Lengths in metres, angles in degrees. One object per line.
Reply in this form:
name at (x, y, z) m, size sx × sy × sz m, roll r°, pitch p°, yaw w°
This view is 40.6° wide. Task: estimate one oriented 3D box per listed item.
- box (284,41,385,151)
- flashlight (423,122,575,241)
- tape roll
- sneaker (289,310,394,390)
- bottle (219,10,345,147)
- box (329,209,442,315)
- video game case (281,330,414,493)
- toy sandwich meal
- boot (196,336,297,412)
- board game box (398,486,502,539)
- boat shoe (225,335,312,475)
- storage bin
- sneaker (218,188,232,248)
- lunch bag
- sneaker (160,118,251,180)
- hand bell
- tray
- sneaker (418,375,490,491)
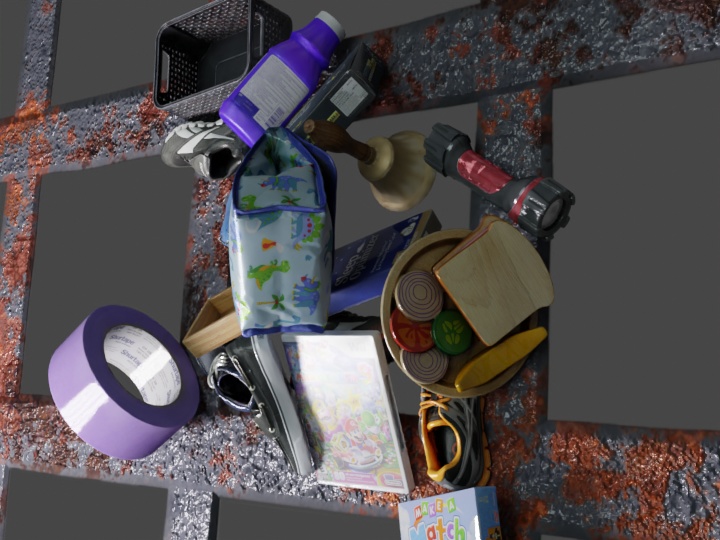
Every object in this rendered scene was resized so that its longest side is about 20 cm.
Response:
box at (-0.054, -0.191, 1.256) m, size 0.051 × 0.158 × 0.200 m, roll 41°, pitch 113°, yaw -12°
flashlight at (0.154, -0.110, 1.129) m, size 0.199 × 0.067 × 0.068 m, roll 40°, pitch 106°, yaw 34°
tape roll at (-0.326, 0.154, 1.356) m, size 0.085 × 0.199 × 0.202 m, roll -39°, pitch 60°, yaw 23°
sneaker at (-0.015, 0.081, 1.216) m, size 0.198 × 0.070 × 0.100 m, roll -26°, pitch 69°, yaw 32°
bottle at (-0.100, -0.259, 1.308) m, size 0.201 × 0.083 × 0.065 m, roll -50°, pitch 14°, yaw -6°
box at (0.000, 0.000, 1.201) m, size 0.198 × 0.033 × 0.122 m, roll -24°, pitch 24°, yaw 32°
video game case at (-0.016, 0.170, 1.176) m, size 0.141 × 0.018 × 0.204 m, roll -2°, pitch 107°, yaw 37°
toy sandwich meal at (0.121, 0.041, 1.070) m, size 0.070 × 0.201 × 0.210 m, roll 148°, pitch 128°, yaw -78°
boot at (-0.177, 0.134, 1.316) m, size 0.198 × 0.090 × 0.074 m, roll 23°, pitch 95°, yaw 37°
board game box at (0.104, 0.348, 1.064) m, size 0.151 × 0.036 × 0.204 m, roll -30°, pitch 59°, yaw 53°
boat shoe at (-0.111, 0.168, 1.211) m, size 0.056 × 0.069 × 0.203 m, roll -19°, pitch 107°, yaw -1°
storage bin at (-0.200, -0.303, 1.414) m, size 0.197 × 0.093 × 0.138 m, roll -10°, pitch 73°, yaw 35°
sneaker at (-0.145, -0.049, 1.329) m, size 0.090 × 0.077 × 0.202 m, roll -57°, pitch 30°, yaw 29°
lunch bag at (-0.090, -0.049, 1.128) m, size 0.201 × 0.125 × 0.173 m, roll -104°, pitch 14°, yaw -57°
sneaker at (-0.224, -0.170, 1.414) m, size 0.197 × 0.066 × 0.092 m, roll -9°, pitch 53°, yaw 34°
hand bell at (-0.001, -0.143, 1.169) m, size 0.103 × 0.199 × 0.106 m, roll -7°, pitch 77°, yaw 34°
tray at (-0.145, 0.041, 1.311) m, size 0.198 × 0.037 × 0.099 m, roll -29°, pitch 22°, yaw 30°
sneaker at (0.099, 0.153, 1.114) m, size 0.077 × 0.077 × 0.204 m, roll -24°, pitch 66°, yaw 32°
